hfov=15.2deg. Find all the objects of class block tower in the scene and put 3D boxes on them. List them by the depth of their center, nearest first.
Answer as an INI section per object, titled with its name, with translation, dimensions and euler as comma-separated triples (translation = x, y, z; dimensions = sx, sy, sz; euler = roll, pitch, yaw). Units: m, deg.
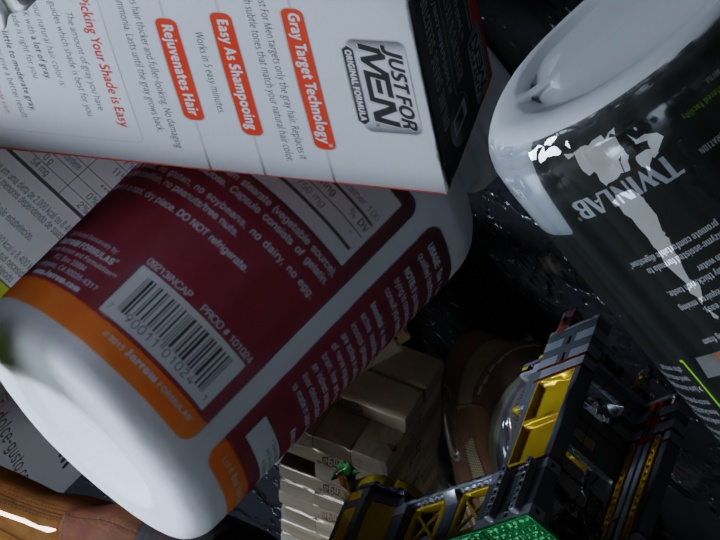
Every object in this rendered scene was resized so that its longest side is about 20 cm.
[block tower]
translation = 0.000, 0.111, 1.190
dimensions = 0.058, 0.054, 0.200
euler = 21, 143, 19

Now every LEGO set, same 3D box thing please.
[LEGO set]
translation = 0.093, 0.106, 1.090
dimensions = 0.200, 0.116, 0.154
euler = 35, 143, -15

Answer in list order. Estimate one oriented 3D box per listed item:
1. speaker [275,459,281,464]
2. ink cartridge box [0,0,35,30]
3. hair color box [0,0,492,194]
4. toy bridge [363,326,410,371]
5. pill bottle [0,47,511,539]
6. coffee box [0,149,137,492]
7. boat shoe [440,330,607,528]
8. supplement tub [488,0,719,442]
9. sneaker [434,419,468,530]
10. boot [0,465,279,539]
[speaker]
translation = -0.049, 0.048, 1.198
dimensions = 0.081, 0.081, 0.200
euler = 39, -169, 16
[ink cartridge box]
translation = -0.076, -0.163, 0.748
dimensions = 0.086, 0.200, 0.146
euler = 52, 160, -21
[hair color box]
translation = -0.063, -0.089, 0.910
dimensions = 0.200, 0.061, 0.102
euler = 7, 140, 19
[toy bridge]
translation = 0.000, 0.000, 1.128
dimensions = 0.027, 0.067, 0.200
euler = 62, 178, -15
[pill bottle]
translation = -0.033, -0.008, 0.989
dimensions = 0.113, 0.200, 0.113
euler = 39, 161, 16
[coffee box]
translation = -0.171, -0.036, 1.224
dimensions = 0.200, 0.198, 0.200
euler = 41, 162, 17
[boat shoe]
translation = 0.079, 0.098, 1.199
dimensions = 0.072, 0.076, 0.200
euler = 37, 151, 37
[supplement tub]
translation = 0.139, 0.000, 0.767
dimensions = 0.200, 0.123, 0.122
euler = 49, 161, -15
[sneaker]
translation = 0.058, 0.128, 1.287
dimensions = 0.076, 0.077, 0.200
euler = 8, 141, 31
[boot]
translation = -0.081, 0.141, 1.101
dimensions = 0.200, 0.069, 0.188
euler = 10, 159, 45
